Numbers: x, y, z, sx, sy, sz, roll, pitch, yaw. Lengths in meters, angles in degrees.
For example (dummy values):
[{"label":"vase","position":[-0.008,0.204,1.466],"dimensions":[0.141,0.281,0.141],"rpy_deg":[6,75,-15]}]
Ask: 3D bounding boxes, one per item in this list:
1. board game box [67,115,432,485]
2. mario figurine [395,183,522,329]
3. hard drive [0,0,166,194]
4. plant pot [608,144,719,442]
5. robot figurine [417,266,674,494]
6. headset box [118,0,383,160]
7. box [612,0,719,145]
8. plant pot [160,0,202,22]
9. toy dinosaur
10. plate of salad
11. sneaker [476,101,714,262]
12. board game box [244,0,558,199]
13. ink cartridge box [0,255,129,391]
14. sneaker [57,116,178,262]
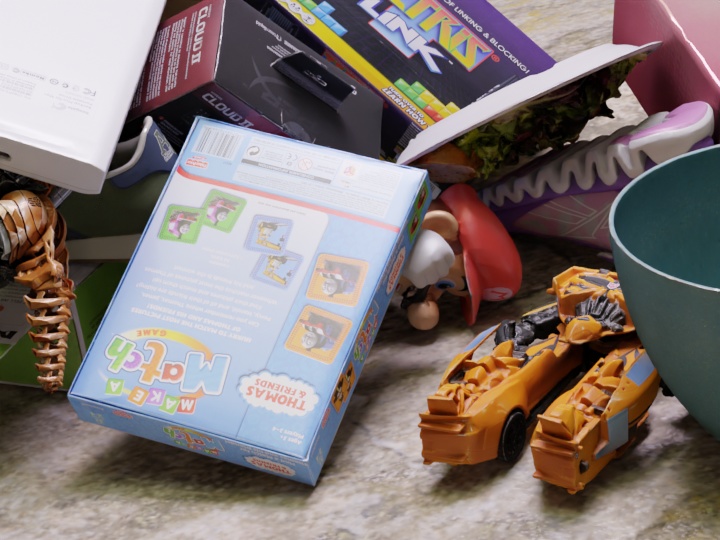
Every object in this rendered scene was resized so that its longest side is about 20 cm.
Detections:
[{"label":"board game box","position":[-0.062,0.014,1.574],"dimensions":[0.151,0.037,0.200],"rpy_deg":[14,62,17]},{"label":"mario figurine","position":[0.000,0.000,1.666],"dimensions":[0.199,0.106,0.124],"rpy_deg":[7,26,-1]},{"label":"hard drive","position":[-0.196,-0.134,1.617],"dimensions":[0.132,0.026,0.200],"rpy_deg":[17,41,-4]},{"label":"plant pot","position":[0.238,0.028,1.472],"dimensions":[0.200,0.135,0.200],"rpy_deg":[-4,26,2]},{"label":"robot figurine","position":[0.123,0.056,1.543],"dimensions":[0.145,0.058,0.200],"rpy_deg":[9,30,28]},{"label":"headset box","position":[-0.093,-0.088,1.718],"dimensions":[0.200,0.149,0.075],"rpy_deg":[-23,48,38]},{"label":"box","position":[0.261,-0.126,1.743],"dimensions":[0.128,0.109,0.200],"rpy_deg":[-17,49,-13]},{"label":"plant pot","position":[-0.192,-0.129,1.896],"dimensions":[0.177,0.200,0.200],"rpy_deg":[2,25,45]},{"label":"toy dinosaur","position":[-0.219,-0.020,1.567],"dimensions":[0.136,0.102,0.200],"rpy_deg":[-27,40,0]},{"label":"plate of salad","position":[0.105,-0.092,1.709],"dimensions":[0.200,0.048,0.200],"rpy_deg":[-26,-2,-1]},{"label":"sneaker","position":[0.154,-0.040,1.722],"dimensions":[0.200,0.089,0.080],"rpy_deg":[-15,14,46]},{"label":"board game box","position":[0.029,-0.151,1.885],"dimensions":[0.200,0.057,0.165],"rpy_deg":[41,42,6]},{"label":"ink cartridge box","position":[-0.236,0.039,1.678],"dimensions":[0.147,0.076,0.200],"rpy_deg":[5,32,26]},{"label":"sneaker","position":[-0.203,-0.049,1.654],"dimensions":[0.200,0.090,0.067],"rpy_deg":[-7,28,6]}]
